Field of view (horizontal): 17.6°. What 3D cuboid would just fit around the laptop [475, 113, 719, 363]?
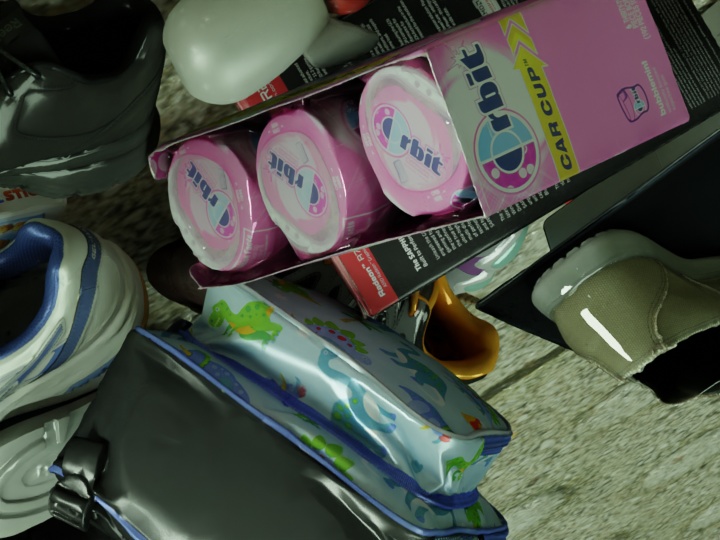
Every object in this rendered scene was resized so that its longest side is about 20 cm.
[{"bbox_3d":[0.147,-0.056,1.118,0.187,0.200,0.116,-36,120,16],"label":"laptop"}]

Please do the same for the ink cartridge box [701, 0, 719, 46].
[{"bbox_3d":[0.193,-0.079,1.379,0.176,0.045,0.200,-38,159,16],"label":"ink cartridge box"}]

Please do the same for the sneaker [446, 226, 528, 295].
[{"bbox_3d":[0.035,-0.054,1.182,0.140,0.078,0.200,-8,141,-43],"label":"sneaker"}]

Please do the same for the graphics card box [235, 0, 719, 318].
[{"bbox_3d":[0.057,-0.081,1.053,0.200,0.125,0.051,-31,180,1],"label":"graphics card box"}]

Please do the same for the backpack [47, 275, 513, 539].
[{"bbox_3d":[-0.018,0.094,1.073,0.147,0.183,0.200,-57,162,1],"label":"backpack"}]

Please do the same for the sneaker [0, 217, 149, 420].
[{"bbox_3d":[-0.192,0.045,1.031,0.200,0.075,0.088,-41,152,1],"label":"sneaker"}]

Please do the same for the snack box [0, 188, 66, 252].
[{"bbox_3d":[-0.204,0.023,1.085,0.072,0.024,0.200,-14,154,-38],"label":"snack box"}]

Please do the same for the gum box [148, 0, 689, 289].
[{"bbox_3d":[0.015,-0.052,0.922,0.113,0.066,0.200,-26,-173,-37],"label":"gum box"}]

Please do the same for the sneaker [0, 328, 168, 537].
[{"bbox_3d":[-0.131,0.060,1.143,0.200,0.080,0.076,-16,126,-40],"label":"sneaker"}]

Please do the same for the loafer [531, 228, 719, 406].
[{"bbox_3d":[0.150,0.035,1.081,0.075,0.070,0.200,-41,152,24],"label":"loafer"}]

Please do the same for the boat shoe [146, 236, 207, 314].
[{"bbox_3d":[-0.041,0.006,1.236,0.072,0.072,0.200,-6,175,29],"label":"boat shoe"}]

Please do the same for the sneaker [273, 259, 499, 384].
[{"bbox_3d":[0.000,0.000,1.157,0.077,0.078,0.200,-5,148,33],"label":"sneaker"}]

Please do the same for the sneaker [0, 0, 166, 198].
[{"bbox_3d":[-0.159,-0.061,0.899,0.200,0.076,0.091,-28,156,-35],"label":"sneaker"}]

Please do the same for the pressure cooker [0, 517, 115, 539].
[{"bbox_3d":[-0.112,0.146,1.293,0.179,0.176,0.200,-38,161,-2],"label":"pressure cooker"}]

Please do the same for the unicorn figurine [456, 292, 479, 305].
[{"bbox_3d":[0.010,0.042,1.389,0.137,0.074,0.200,-42,174,4],"label":"unicorn figurine"}]

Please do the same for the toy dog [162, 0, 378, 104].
[{"bbox_3d":[0.005,-0.139,0.899,0.200,0.096,0.132,-12,113,-26],"label":"toy dog"}]
